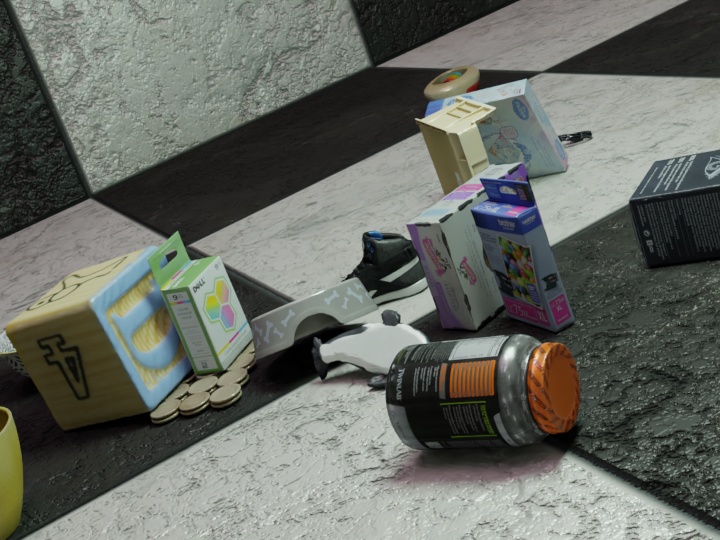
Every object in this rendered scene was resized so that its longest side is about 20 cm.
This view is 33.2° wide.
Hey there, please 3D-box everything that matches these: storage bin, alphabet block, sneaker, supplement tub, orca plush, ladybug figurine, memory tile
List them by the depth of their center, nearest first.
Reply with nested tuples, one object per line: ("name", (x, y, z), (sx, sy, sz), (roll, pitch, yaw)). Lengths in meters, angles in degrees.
("supplement tub", (0.137, 0.137, 1.353), (0.198, 0.124, 0.123), (-7, 23, 34))
("orca plush", (0.028, 0.121, 1.657), (0.198, 0.071, 0.107), (-22, 60, 31))
("memory tile", (-0.232, 0.168, 1.837), (0.151, 0.017, 0.200), (-16, 20, 15))
("alphabet block", (-0.388, 0.105, 1.869), (0.198, 0.198, 0.195), (-15, 19, 34))
("sneaker", (0.000, 0.000, 1.902), (0.197, 0.113, 0.073), (-19, 17, 5))
("storage bin", (0.193, -0.174, 2.041), (0.093, 0.202, 0.198), (-24, 19, -9))
("ladybug figurine", (0.231, -0.445, 2.963), (0.134, 0.073, 0.200), (-9, 22, 31))

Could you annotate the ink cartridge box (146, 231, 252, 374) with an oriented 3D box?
("ink cartridge box", (-0.243, 0.045, 1.845), (0.059, 0.202, 0.104), (-10, 22, 28))

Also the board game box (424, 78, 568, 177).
("board game box", (0.248, -0.242, 2.179), (0.197, 0.201, 0.044), (-8, 47, 31))

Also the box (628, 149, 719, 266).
("box", (0.487, -0.093, 1.646), (0.198, 0.106, 0.148), (-8, 22, 34))

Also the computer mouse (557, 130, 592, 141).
("computer mouse", (0.352, -0.242, 2.340), (0.197, 0.035, 0.059), (-7, 5, 22))

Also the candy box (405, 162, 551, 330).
("candy box", (0.175, -0.036, 1.724), (0.199, 0.170, 0.071), (-34, 22, -36))

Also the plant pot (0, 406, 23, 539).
("plant pot", (-0.528, 0.295, 1.602), (0.197, 0.144, 0.200), (-19, 18, 6))

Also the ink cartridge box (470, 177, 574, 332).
("ink cartridge box", (0.209, -0.023, 1.598), (0.042, 0.202, 0.119), (-26, 18, -20))

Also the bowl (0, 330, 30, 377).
("bowl", (-0.543, 0.136, 2.140), (0.198, 0.095, 0.201), (-19, 18, 6))

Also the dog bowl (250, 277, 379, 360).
("dog bowl", (-0.073, 0.069, 1.785), (0.198, 0.059, 0.200), (-22, -1, 0))
